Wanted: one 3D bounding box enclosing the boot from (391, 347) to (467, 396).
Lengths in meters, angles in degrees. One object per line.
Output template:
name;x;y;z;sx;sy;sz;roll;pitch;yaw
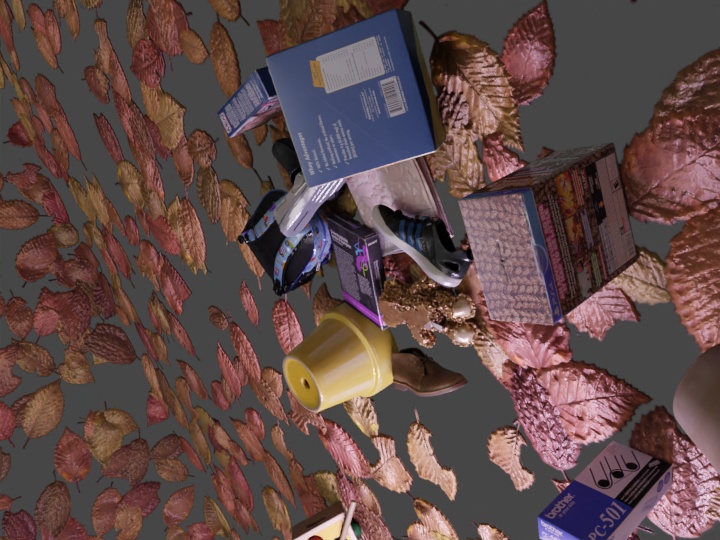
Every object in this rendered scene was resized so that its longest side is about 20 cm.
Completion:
boot;0.121;0.191;1.278;0.199;0.073;0.076;-4;100;56

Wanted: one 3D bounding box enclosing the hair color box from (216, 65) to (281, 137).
hair color box;-0.192;-0.331;1.301;0.200;0.100;0.061;-19;99;56

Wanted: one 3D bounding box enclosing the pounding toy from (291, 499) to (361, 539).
pounding toy;-0.069;0.721;1.801;0.185;0.199;0.142;63;174;-2

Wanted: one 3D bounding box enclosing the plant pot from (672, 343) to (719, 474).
plant pot;0.454;0.170;0.738;0.174;0.199;0.201;-135;34;-53

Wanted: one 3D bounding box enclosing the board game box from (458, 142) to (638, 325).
board game box;0.239;-0.049;0.836;0.097;0.199;0.161;1;113;52

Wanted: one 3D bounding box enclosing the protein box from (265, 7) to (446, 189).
protein box;-0.001;-0.251;0.993;0.199;0.135;0.200;-14;104;18

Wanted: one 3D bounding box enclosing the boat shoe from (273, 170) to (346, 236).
boat shoe;-0.094;-0.151;1.217;0.200;0.073;0.067;-46;69;20

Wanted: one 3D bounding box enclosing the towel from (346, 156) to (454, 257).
towel;0.057;-0.125;1.176;0.199;0.032;0.192;-14;100;55

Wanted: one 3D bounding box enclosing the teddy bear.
teddy bear;0.126;0.070;1.201;0.199;0.067;0.146;-8;115;48

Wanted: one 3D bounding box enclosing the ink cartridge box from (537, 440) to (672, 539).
ink cartridge box;0.347;0.325;0.947;0.094;0.199;0.045;16;125;46

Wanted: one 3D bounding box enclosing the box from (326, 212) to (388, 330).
box;0.000;0.000;1.303;0.143;0.036;0.201;34;143;51

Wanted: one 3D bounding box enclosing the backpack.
backpack;-0.135;-0.077;1.369;0.183;0.134;0.200;53;137;12

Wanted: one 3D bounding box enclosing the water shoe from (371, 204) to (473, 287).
water shoe;0.104;-0.059;1.096;0.200;0.071;0.079;44;114;24

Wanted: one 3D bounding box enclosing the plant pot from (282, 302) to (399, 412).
plant pot;-0.050;0.191;1.393;0.200;0.188;0.202;31;136;36

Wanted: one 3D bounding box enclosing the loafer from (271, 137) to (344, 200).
loafer;-0.114;-0.199;1.315;0.200;0.070;0.068;39;139;31
